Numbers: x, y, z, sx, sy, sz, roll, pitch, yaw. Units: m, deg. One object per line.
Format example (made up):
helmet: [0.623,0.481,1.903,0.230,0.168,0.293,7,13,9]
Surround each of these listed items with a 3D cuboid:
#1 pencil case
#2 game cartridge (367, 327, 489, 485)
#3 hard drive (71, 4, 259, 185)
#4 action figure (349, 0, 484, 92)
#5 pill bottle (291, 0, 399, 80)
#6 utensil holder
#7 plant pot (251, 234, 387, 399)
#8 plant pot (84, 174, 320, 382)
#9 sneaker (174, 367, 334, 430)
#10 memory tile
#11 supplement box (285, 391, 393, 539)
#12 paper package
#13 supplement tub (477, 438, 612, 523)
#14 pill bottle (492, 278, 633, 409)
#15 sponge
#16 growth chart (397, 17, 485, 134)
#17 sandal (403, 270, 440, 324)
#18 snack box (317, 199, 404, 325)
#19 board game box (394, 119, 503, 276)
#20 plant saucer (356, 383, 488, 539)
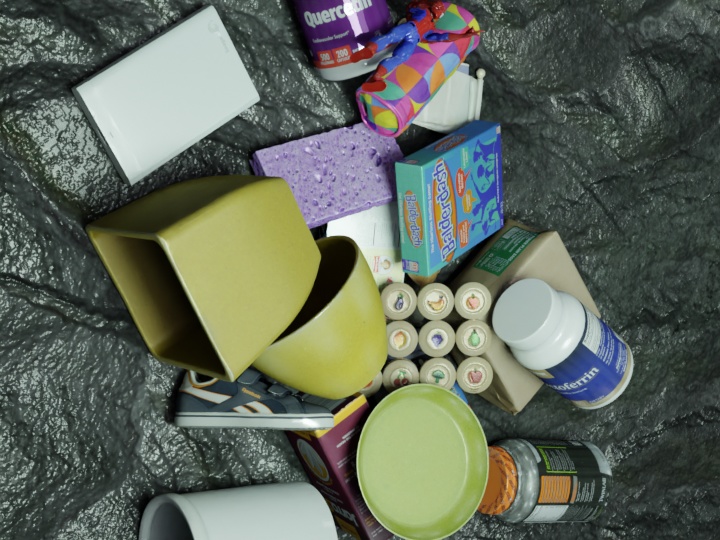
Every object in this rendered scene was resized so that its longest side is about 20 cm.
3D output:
pencil case: [0.074,-0.263,1.659,0.200,0.088,0.088,-51,120,-26]
game cartridge: [0.081,0.181,1.727,0.129,0.038,0.200,-18,72,-26]
hard drive: [-0.230,-0.211,1.531,0.200,0.026,0.132,-37,116,-22]
action figure: [0.076,-0.287,1.553,0.200,0.099,0.065,-51,126,-48]
pill bottle: [-0.031,-0.345,1.585,0.112,0.112,0.201,-31,113,-25]
utensil holder: [-0.151,0.350,1.589,0.199,0.170,0.171,-3,99,-35]
plant pot: [-0.045,0.076,1.583,0.200,0.200,0.142,-47,116,-18]
plant pot: [-0.165,-0.014,1.512,0.200,0.194,0.196,-36,115,-28]
sneaker: [-0.130,0.158,1.577,0.199,0.078,0.080,2,80,5]
memory tile: [0.076,0.091,1.678,0.199,0.017,0.154,-2,98,-5]
supplement box: [-0.017,0.254,1.692,0.086,0.110,0.200,-35,115,-23]
paper package: [0.217,0.062,1.804,0.200,0.103,0.191,-46,126,-18]
supplement tub: [0.260,0.308,1.872,0.199,0.122,0.123,8,94,-33]
pill bottle: [0.271,0.097,1.716,0.200,0.116,0.116,37,78,-38]
sponge: [-0.032,-0.123,1.641,0.199,0.030,0.112,-19,78,-29]
growth chart: [0.095,-0.253,1.729,0.200,0.018,0.145,19,78,-34]
sandal: [0.087,-0.022,1.744,0.081,0.055,0.201,12,98,-33]
snack box: [0.000,0.000,1.693,0.116,0.037,0.201,3,96,-20]
board game box: [0.122,-0.099,1.695,0.200,0.045,0.153,-32,125,-47]
plant saucer: [0.076,0.247,1.647,0.199,0.031,0.201,5,80,-29]
